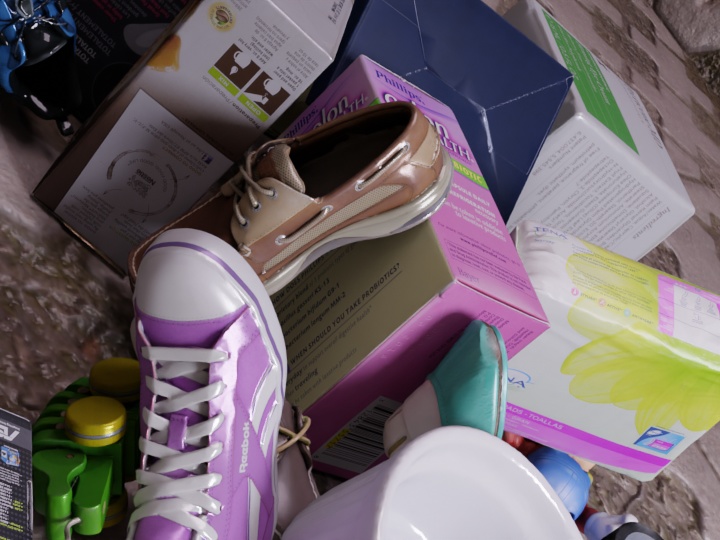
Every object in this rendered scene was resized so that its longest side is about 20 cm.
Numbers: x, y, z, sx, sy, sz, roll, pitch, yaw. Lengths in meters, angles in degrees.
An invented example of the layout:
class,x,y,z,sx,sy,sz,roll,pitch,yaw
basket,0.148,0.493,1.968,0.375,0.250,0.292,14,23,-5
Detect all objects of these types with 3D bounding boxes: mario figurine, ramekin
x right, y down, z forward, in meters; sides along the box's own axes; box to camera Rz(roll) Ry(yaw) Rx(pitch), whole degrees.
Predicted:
class,x,y,z,sx,sy,sz,roll,pitch,yaw
mario figurine,0.151,0.140,1.033,0.200,0.105,0.124,-65,145,-56
ramekin,0.040,0.193,0.739,0.200,0.097,0.202,31,46,-38

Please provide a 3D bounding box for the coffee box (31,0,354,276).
class,x,y,z,sx,sy,sz,roll,pitch,yaw
coffee box,-0.102,-0.107,0.860,0.080,0.200,0.115,40,25,-14

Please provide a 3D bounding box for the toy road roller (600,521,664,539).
class,x,y,z,sx,sy,sz,roll,pitch,yaw
toy road roller,0.161,0.273,0.860,0.200,0.123,0.146,48,38,3

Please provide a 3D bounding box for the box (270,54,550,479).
class,x,y,z,sx,sy,sz,roll,pitch,yaw
box,0.000,0.000,0.904,0.096,0.176,0.201,23,34,-42

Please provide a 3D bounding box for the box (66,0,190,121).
class,x,y,z,sx,sy,sz,roll,pitch,yaw
box,-0.124,-0.194,0.947,0.122,0.200,0.106,44,25,-10

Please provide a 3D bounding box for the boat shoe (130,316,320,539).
class,x,y,z,sx,sy,sz,roll,pitch,yaw
boat shoe,-0.065,0.090,0.806,0.072,0.059,0.201,7,48,-55

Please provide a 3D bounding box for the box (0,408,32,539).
class,x,y,z,sx,sy,sz,roll,pitch,yaw
box,-0.224,0.097,0.552,0.199,0.044,0.161,30,31,-36

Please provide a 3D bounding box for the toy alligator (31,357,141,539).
class,x,y,z,sx,sy,sz,roll,pitch,yaw
toy alligator,-0.142,0.096,0.679,0.054,0.060,0.200,6,25,5

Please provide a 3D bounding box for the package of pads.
class,x,y,z,sx,sy,sz,roll,pitch,yaw
package of pads,0.159,0.058,0.958,0.199,0.155,0.069,20,47,-14

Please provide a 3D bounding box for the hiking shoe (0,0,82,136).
class,x,y,z,sx,sy,sz,roll,pitch,yaw
hiking shoe,-0.200,-0.168,0.816,0.087,0.074,0.200,46,-17,21

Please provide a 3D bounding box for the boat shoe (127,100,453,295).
class,x,y,z,sx,sy,sz,roll,pitch,yaw
boat shoe,-0.046,-0.042,0.794,0.076,0.199,0.072,61,-5,39

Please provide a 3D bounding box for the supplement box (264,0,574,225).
class,x,y,z,sx,sy,sz,roll,pitch,yaw
supplement box,0.014,-0.147,1.081,0.199,0.135,0.199,31,-8,-34

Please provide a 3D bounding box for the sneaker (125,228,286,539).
class,x,y,z,sx,sy,sz,roll,pitch,yaw
sneaker,-0.080,0.089,0.668,0.114,0.072,0.202,-61,148,-60

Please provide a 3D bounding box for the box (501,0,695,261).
class,x,y,z,sx,sy,sz,roll,pitch,yaw
box,0.155,-0.091,1.266,0.171,0.200,0.200,34,27,-32

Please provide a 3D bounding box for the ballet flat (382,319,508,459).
class,x,y,z,sx,sy,sz,roll,pitch,yaw
ballet flat,0.046,0.117,0.835,0.070,0.201,0.068,-6,39,-8
